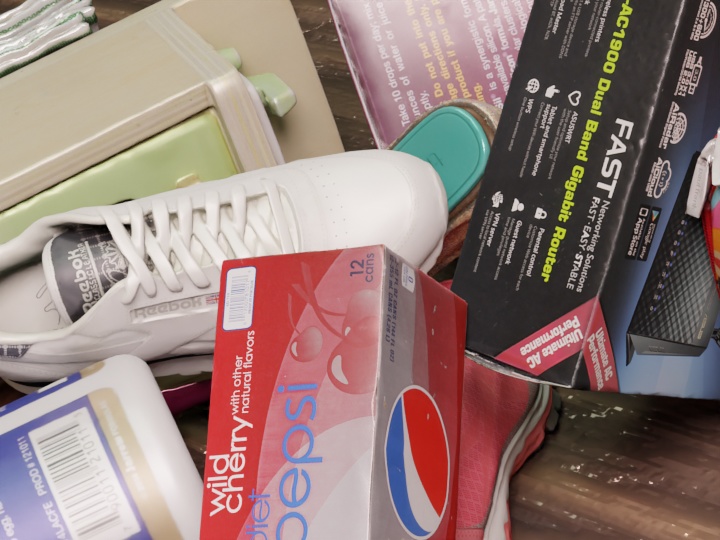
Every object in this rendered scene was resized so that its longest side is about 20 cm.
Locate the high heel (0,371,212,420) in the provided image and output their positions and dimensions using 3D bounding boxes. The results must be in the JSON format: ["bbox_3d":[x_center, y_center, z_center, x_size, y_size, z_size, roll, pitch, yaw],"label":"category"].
[{"bbox_3d":[-0.065,0.020,0.888,0.200,0.067,0.096,-40,-21,24],"label":"high heel"}]

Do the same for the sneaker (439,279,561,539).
[{"bbox_3d":[0.029,0.049,0.838,0.074,0.087,0.200,-11,31,15],"label":"sneaker"}]

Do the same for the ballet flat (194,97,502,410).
[{"bbox_3d":[0.000,0.000,0.945,0.200,0.068,0.067,-35,-19,25],"label":"ballet flat"}]

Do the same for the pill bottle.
[{"bbox_3d":[-0.149,0.121,0.805,0.200,0.116,0.116,-24,30,-6],"label":"pill bottle"}]

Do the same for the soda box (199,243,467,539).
[{"bbox_3d":[-0.010,0.097,0.705,0.063,0.070,0.200,-5,70,26],"label":"soda box"}]

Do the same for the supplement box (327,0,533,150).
[{"bbox_3d":[0.094,-0.117,1.006,0.200,0.103,0.131,-19,4,3],"label":"supplement box"}]

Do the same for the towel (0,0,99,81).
[{"bbox_3d":[-0.198,-0.069,1.101,0.149,0.031,0.200,-26,-13,-11],"label":"towel"}]

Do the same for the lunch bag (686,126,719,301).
[{"bbox_3d":[0.218,-0.018,0.740,0.200,0.176,0.082,-22,30,-2],"label":"lunch bag"}]

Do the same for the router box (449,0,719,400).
[{"bbox_3d":[0.118,-0.053,0.788,0.062,0.200,0.150,21,9,36],"label":"router box"}]

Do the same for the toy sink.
[{"bbox_3d":[-0.091,-0.035,1.007,0.200,0.130,0.112,-27,31,-12],"label":"toy sink"}]

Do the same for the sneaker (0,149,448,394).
[{"bbox_3d":[-0.064,-0.001,0.836,0.200,0.081,0.076,-19,69,8],"label":"sneaker"}]
